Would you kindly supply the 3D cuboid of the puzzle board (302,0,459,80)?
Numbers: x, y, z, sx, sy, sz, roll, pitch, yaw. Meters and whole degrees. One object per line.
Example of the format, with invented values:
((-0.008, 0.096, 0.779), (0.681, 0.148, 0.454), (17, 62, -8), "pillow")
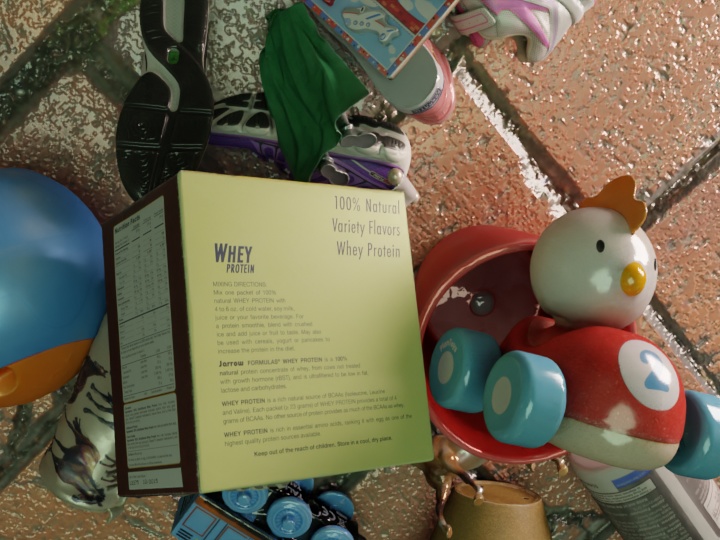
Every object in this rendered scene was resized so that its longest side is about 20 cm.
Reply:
((0.006, -0.279, 0.768), (0.200, 0.017, 0.151), (45, 99, 19), "puzzle board")

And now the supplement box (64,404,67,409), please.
((-0.150, 0.093, 0.848), (0.200, 0.109, 0.110), (-44, 82, 7), "supplement box")

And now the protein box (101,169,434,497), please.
((-0.070, 0.050, 0.678), (0.196, 0.134, 0.204), (1, 78, -38), "protein box")

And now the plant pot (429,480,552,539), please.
((0.129, 0.326, 0.941), (0.183, 0.186, 0.204), (4, 91, -7), "plant pot")

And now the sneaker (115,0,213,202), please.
((-0.155, -0.133, 0.784), (0.074, 0.116, 0.204), (4, 73, -2), "sneaker")

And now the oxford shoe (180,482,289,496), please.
((-0.093, 0.173, 0.829), (0.198, 0.075, 0.058), (-27, 93, 23), "oxford shoe")

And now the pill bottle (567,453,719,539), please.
((0.311, 0.238, 0.955), (0.113, 0.114, 0.201), (-36, 106, 5), "pill bottle")

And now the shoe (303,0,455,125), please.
((0.014, -0.216, 0.818), (0.071, 0.091, 0.202), (-36, 77, 13), "shoe")

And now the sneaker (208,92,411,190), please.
((-0.054, -0.103, 0.840), (0.196, 0.081, 0.085), (14, 120, -5), "sneaker")

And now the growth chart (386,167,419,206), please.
((0.000, 0.000, 0.846), (0.018, 0.145, 0.202), (28, 100, 11), "growth chart")

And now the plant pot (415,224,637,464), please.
((0.129, 0.049, 0.847), (0.196, 0.178, 0.204), (-2, 106, -6), "plant pot")

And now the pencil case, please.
((-0.191, 0.099, 0.761), (0.089, 0.078, 0.203), (27, 94, 23), "pencil case")

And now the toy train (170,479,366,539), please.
((-0.090, 0.257, 0.934), (0.199, 0.087, 0.115), (35, 107, -14), "toy train")

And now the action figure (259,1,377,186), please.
((-0.044, -0.160, 0.772), (0.054, 0.202, 0.118), (13, 130, -38), "action figure")

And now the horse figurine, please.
((0.121, 0.182, 0.925), (0.198, 0.133, 0.051), (-27, 120, -8), "horse figurine")

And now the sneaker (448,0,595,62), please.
((0.107, -0.248, 0.811), (0.197, 0.081, 0.089), (26, 100, -12), "sneaker")

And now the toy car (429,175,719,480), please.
((0.175, 0.028, 0.676), (0.181, 0.177, 0.204), (13, 92, -21), "toy car")

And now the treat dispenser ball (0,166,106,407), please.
((-0.307, 0.013, 0.777), (0.197, 0.201, 0.205), (-2, 106, -6), "treat dispenser ball")
